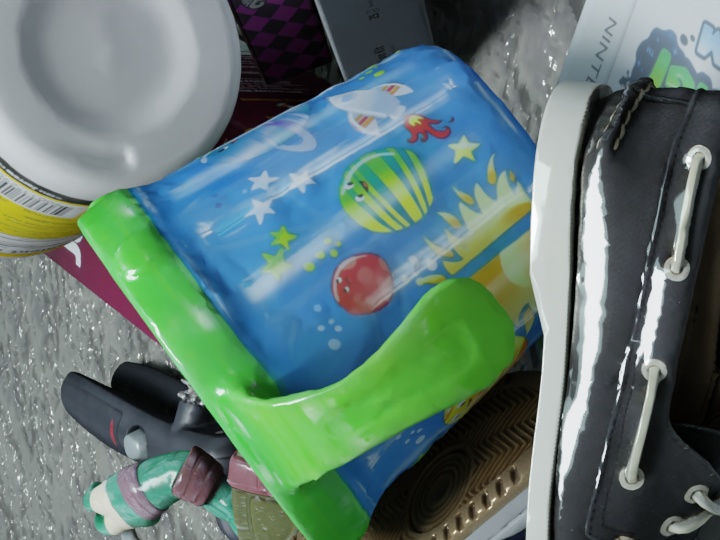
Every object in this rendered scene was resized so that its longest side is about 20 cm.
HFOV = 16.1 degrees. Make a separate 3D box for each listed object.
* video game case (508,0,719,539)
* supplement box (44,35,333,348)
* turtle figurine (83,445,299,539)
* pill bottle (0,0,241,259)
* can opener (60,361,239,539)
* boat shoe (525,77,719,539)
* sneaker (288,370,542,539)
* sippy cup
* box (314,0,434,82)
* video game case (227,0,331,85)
[{"bbox_3d":[0.112,-0.002,0.800,0.200,0.024,0.182,49,129,48],"label":"video game case"},{"bbox_3d":[-0.061,-0.032,1.095,0.200,0.085,0.111,32,118,54],"label":"supplement box"},{"bbox_3d":[-0.021,0.065,0.966,0.101,0.149,0.200,32,124,58],"label":"turtle figurine"},{"bbox_3d":[-0.132,-0.065,1.016,0.200,0.111,0.112,159,107,-63],"label":"pill bottle"},{"bbox_3d":[-0.090,0.073,1.166,0.200,0.063,0.079,20,108,56],"label":"can opener"},{"bbox_3d":[0.087,0.043,0.757,0.060,0.074,0.201,3,100,22],"label":"boat shoe"},{"bbox_3d":[0.039,0.116,0.875,0.200,0.108,0.070,-42,25,35],"label":"sneaker"},{"bbox_3d":[0.000,0.000,0.818,0.178,0.130,0.140,52,177,35],"label":"sippy cup"},{"bbox_3d":[-0.021,-0.175,0.972,0.156,0.041,0.200,67,-174,-76],"label":"box"},{"bbox_3d":[-0.066,-0.191,0.996,0.200,0.036,0.182,66,-176,-70],"label":"video game case"}]
